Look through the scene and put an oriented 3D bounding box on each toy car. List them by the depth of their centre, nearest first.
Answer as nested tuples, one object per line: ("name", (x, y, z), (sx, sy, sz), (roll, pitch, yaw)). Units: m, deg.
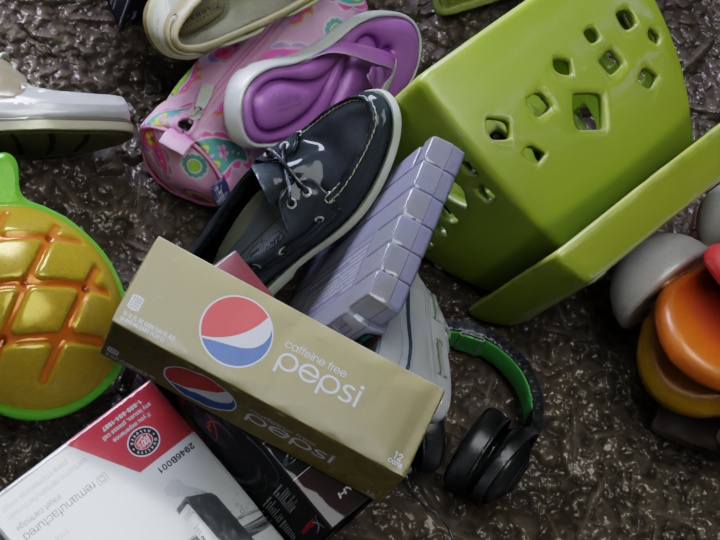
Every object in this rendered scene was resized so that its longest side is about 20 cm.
("toy car", (0.282, 0.015, 1.419), (0.200, 0.150, 0.175), (-36, 73, -15))

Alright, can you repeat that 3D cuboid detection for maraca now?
("maraca", (-0.238, 0.008, 1.361), (0.137, 0.107, 0.200), (-33, 81, -26))

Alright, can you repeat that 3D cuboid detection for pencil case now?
("pencil case", (-0.077, -0.137, 1.472), (0.087, 0.087, 0.200), (37, 64, 1))

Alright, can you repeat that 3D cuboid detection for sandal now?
("sandal", (-0.014, -0.126, 1.448), (0.202, 0.050, 0.083), (-29, 123, -42))

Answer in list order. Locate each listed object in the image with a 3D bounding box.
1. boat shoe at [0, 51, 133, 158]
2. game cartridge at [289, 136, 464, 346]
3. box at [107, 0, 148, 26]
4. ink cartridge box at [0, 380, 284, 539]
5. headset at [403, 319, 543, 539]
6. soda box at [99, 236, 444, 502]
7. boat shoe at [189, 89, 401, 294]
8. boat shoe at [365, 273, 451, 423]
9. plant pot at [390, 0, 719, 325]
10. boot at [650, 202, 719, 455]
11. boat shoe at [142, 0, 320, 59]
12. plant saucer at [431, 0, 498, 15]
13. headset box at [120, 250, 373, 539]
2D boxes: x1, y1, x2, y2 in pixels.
("boat shoe", (-0.257, -0.118, 1.422), (0.199, 0.075, 0.069), (-1, 75, -14))
("game cartridge", (0.000, 0.000, 1.377), (0.038, 0.200, 0.130), (25, 66, -14))
("box", (-0.120, -0.315, 1.506), (0.200, 0.123, 0.199), (-20, 77, -23))
("ink cartridge box", (-0.133, 0.198, 1.330), (0.144, 0.084, 0.200), (-38, 83, -25))
("headset", (0.056, 0.129, 1.427), (0.123, 0.094, 0.200), (17, 51, -2))
("soda box", (-0.054, 0.062, 1.248), (0.200, 0.068, 0.064), (28, 66, -3))
("boat shoe", (-0.053, -0.050, 1.386), (0.066, 0.199, 0.075), (11, 46, -46))
("boat shoe", (0.027, 0.048, 1.397), (0.067, 0.074, 0.200), (28, 26, -12))
("plant pot", (0.129, -0.082, 1.451), (0.200, 0.199, 0.182), (-37, 89, -23))
("boot", (0.316, 0.060, 1.512), (0.186, 0.064, 0.201), (11, 64, 3))
("boat shoe", (-0.055, -0.207, 1.410), (0.200, 0.063, 0.073), (-30, 111, -14))
("plant saucer", (0.120, -0.317, 1.571), (0.199, 0.048, 0.200), (-18, 115, -20))
("headset box", (-0.073, 0.090, 1.351), (0.075, 0.149, 0.200), (-37, 82, -24))
